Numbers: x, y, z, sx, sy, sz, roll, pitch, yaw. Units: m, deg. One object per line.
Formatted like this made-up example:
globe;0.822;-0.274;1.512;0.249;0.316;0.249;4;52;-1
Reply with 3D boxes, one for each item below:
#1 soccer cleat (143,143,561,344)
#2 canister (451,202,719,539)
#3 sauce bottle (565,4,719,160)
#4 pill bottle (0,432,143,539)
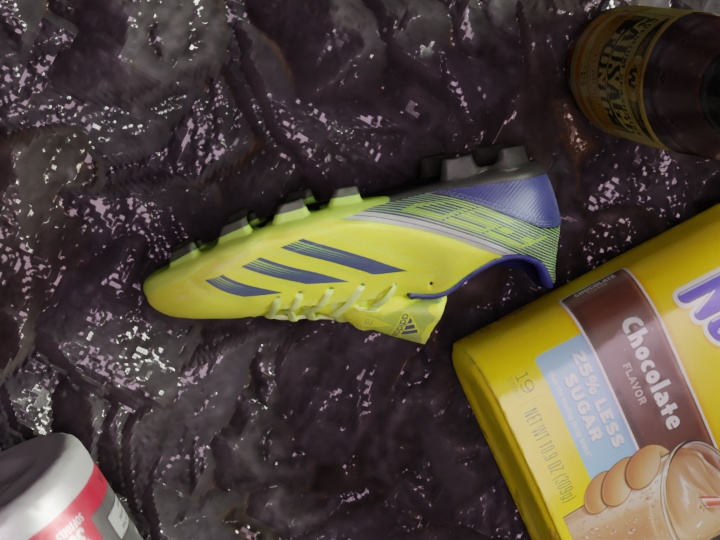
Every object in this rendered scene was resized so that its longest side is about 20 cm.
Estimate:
soccer cleat;0.001;0.000;0.989;0.198;0.065;0.085;-15;98;-12
canister;0.160;0.053;1.025;0.199;0.087;0.150;-27;103;-6
sauce bottle;0.146;-0.084;0.942;0.065;0.200;0.067;-1;97;-12
pill bottle;-0.124;0.184;0.964;0.110;0.111;0.201;-32;104;-7
